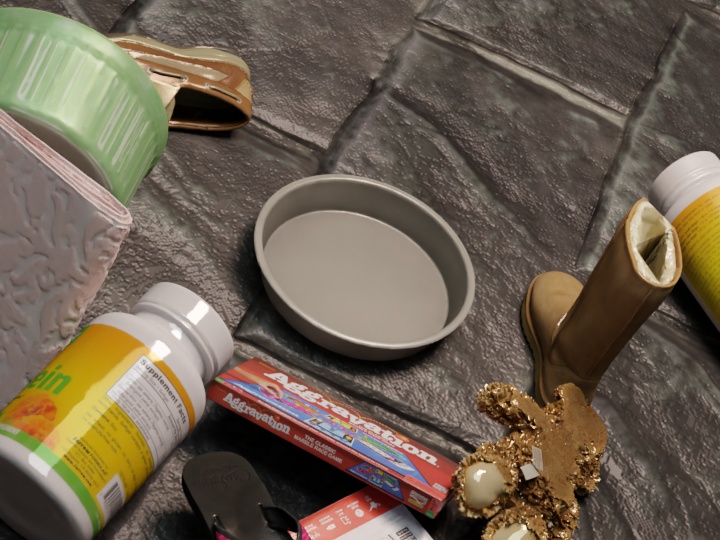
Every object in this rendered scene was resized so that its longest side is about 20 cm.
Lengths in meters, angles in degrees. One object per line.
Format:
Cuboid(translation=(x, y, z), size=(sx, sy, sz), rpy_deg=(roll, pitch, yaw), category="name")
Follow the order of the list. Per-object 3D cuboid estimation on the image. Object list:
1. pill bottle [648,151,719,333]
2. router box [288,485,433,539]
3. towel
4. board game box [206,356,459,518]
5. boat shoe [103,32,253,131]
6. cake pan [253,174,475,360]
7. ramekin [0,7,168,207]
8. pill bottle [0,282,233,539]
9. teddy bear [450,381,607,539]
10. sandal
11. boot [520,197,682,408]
Cuboid(translation=(0.350, -0.013, 1.771), size=(0.109, 0.109, 0.200), rpy_deg=(-10, 54, -31), category="pill bottle")
Cuboid(translation=(-0.008, 0.266, 1.397), size=(0.200, 0.049, 0.180), rpy_deg=(-23, 61, -37), category="router box")
Cuboid(translation=(-0.279, -0.016, 1.448), size=(0.191, 0.200, 0.032), rpy_deg=(40, 28, 18), category="towel")
Cuboid(translation=(-0.016, 0.128, 1.499), size=(0.200, 0.019, 0.103), rpy_deg=(27, 12, 11), category="board game box")
Cuboid(translation=(-0.186, -0.161, 1.709), size=(0.200, 0.076, 0.074), rpy_deg=(-1, 53, -23), category="boat shoe")
Cuboid(translation=(0.000, 0.000, 1.660), size=(0.200, 0.037, 0.201), rpy_deg=(12, 45, -13), category="cake pan")
Cuboid(translation=(-0.264, -0.104, 1.538), size=(0.200, 0.200, 0.098), rpy_deg=(21, 51, -4), category="ramekin")
Cuboid(translation=(-0.185, 0.102, 1.407), size=(0.111, 0.111, 0.200), rpy_deg=(35, 57, 11), category="pill bottle")
Cuboid(translation=(0.129, 0.164, 1.522), size=(0.145, 0.067, 0.200), rpy_deg=(46, 37, -15), category="teddy bear")
Cuboid(translation=(-0.072, 0.194, 1.368), size=(0.075, 0.045, 0.200), rpy_deg=(-11, 45, -29), category="sandal")
Cuboid(translation=(0.206, 0.014, 1.618), size=(0.066, 0.200, 0.175), rpy_deg=(9, 46, -15), category="boot")
